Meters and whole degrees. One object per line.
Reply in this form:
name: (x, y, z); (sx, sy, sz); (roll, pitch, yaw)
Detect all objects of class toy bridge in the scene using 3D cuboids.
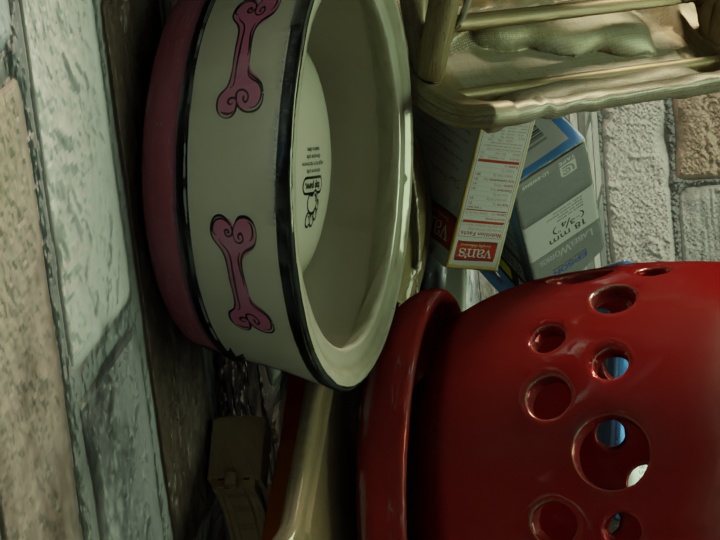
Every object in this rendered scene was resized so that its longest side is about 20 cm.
toy bridge: (-0.041, 0.137, 1.161); (0.200, 0.027, 0.067); (66, 25, -62)

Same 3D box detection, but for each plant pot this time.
plant pot: (0.100, 0.093, 1.153); (0.200, 0.182, 0.201); (2, 90, -76)

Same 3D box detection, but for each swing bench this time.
swing bench: (0.109, -0.180, 1.170); (0.130, 0.199, 0.200); (20, -66, 54)

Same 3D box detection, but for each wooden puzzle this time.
wooden puzzle: (-0.015, 0.125, 1.147); (0.200, 0.037, 0.185); (-74, 160, -45)

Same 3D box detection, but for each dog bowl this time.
dog bowl: (-0.035, -0.048, 1.060); (0.200, 0.074, 0.200); (2, 90, -75)

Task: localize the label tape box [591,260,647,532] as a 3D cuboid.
label tape box: (0.109, 0.087, 1.354); (0.200, 0.063, 0.144); (-20, -119, 56)

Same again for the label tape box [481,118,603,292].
label tape box: (0.096, -0.064, 1.615); (0.144, 0.063, 0.200); (50, -11, 31)

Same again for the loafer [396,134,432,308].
loafer: (0.000, 0.000, 1.278); (0.067, 0.076, 0.200); (54, 34, -82)

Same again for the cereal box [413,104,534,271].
cereal box: (0.055, -0.117, 1.332); (0.144, 0.039, 0.200); (46, -53, 56)

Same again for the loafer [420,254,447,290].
loafer: (0.008, 0.073, 1.377); (0.072, 0.063, 0.200); (-144, -119, -81)

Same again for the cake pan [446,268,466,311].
cake pan: (0.032, 0.026, 1.506); (0.200, 0.037, 0.201); (3, 90, -77)
